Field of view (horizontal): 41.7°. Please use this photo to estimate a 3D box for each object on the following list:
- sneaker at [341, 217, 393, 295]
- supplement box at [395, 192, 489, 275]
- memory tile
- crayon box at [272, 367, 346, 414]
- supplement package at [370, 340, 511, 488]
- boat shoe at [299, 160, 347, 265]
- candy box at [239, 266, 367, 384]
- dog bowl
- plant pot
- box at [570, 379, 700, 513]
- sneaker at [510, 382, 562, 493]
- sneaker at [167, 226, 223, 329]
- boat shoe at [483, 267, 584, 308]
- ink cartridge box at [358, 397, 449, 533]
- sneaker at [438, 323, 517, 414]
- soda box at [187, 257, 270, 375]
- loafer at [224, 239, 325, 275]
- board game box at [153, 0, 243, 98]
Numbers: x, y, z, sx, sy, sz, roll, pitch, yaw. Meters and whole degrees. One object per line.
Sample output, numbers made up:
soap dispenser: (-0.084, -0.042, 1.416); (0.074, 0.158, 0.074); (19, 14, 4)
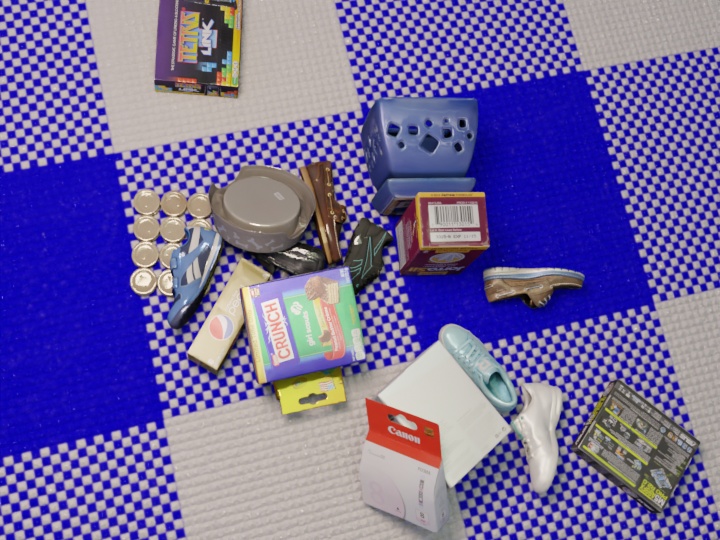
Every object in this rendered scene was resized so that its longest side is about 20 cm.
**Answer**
sneaker: (0.000, 0.000, 1.767); (0.078, 0.075, 0.203); (23, 74, -5)
supplement box: (0.147, -0.065, 1.742); (0.128, 0.200, 0.106); (-2, 76, -9)
memory tile: (-0.348, -0.050, 1.753); (0.150, 0.017, 0.204); (2, 75, -9)
crayon box: (-0.106, 0.154, 1.723); (0.124, 0.051, 0.204); (-9, 77, -11)
supplement package: (0.134, 0.260, 1.683); (0.151, 0.151, 0.201); (-38, 85, -15)
boat shoe: (-0.060, -0.113, 1.787); (0.069, 0.070, 0.204); (-13, 78, -8)
candy box: (-0.103, 0.094, 1.662); (0.196, 0.077, 0.173); (-11, 88, -10)
dog bowl: (-0.181, -0.111, 1.730); (0.196, 0.059, 0.202); (8, 41, -7)
plant pot: (0.111, -0.207, 1.779); (0.195, 0.200, 0.184); (-1, 82, -10)
box: (0.519, 0.331, 1.785); (0.199, 0.044, 0.161); (36, 74, 1)
sneaker: (0.317, 0.306, 1.744); (0.087, 0.075, 0.204); (14, 64, -9)
sneaker: (-0.312, 0.010, 1.700); (0.081, 0.074, 0.203); (21, 65, -4)
boat shoe: (0.334, 0.035, 1.821); (0.195, 0.072, 0.074); (0, 80, 1)
ink cartridge box: (0.067, 0.333, 1.608); (0.160, 0.203, 0.057); (14, 39, 36)
sneaker: (0.226, 0.175, 1.756); (0.074, 0.082, 0.200); (-40, 85, -17)
soda box: (-0.236, 0.083, 1.710); (0.063, 0.068, 0.202); (28, 73, -1)
loafer: (-0.163, -0.027, 1.751); (0.197, 0.068, 0.072); (17, 105, 5)
board game box: (-0.313, -0.445, 1.838); (0.162, 0.057, 0.204); (3, 75, -10)
